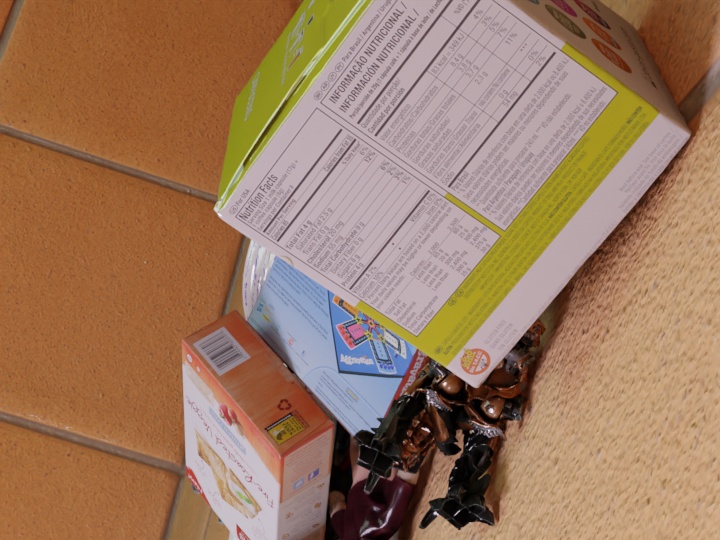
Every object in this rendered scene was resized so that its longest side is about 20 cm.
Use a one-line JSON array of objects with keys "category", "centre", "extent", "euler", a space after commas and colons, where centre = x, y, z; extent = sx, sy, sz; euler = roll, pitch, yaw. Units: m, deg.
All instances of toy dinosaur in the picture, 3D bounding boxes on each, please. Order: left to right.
[{"category": "toy dinosaur", "centre": [0.067, 0.098, 1.042], "extent": [0.201, 0.102, 0.136], "euler": [90, -156, -53]}]

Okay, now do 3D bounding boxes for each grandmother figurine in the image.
[{"category": "grandmother figurine", "centre": [0.014, 0.178, 1.237], "extent": [0.121, 0.060, 0.201], "euler": [129, 156, -49]}]

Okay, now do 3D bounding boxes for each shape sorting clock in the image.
[{"category": "shape sorting clock", "centre": [-0.006, 0.177, 1.411], "extent": [0.200, 0.039, 0.201], "euler": [-162, 90, -81]}]

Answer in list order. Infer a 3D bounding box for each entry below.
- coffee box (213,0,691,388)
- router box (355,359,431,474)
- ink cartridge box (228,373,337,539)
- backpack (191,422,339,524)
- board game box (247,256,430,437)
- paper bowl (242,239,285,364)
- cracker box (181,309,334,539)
[{"category": "coffee box", "centre": [0.048, -0.096, 0.944], "extent": [0.200, 0.197, 0.200], "euler": [-52, 16, 20]}, {"category": "router box", "centre": [0.047, 0.030, 1.177], "extent": [0.201, 0.051, 0.149], "euler": [-63, 23, 17]}, {"category": "ink cartridge box", "centre": [-0.073, 0.197, 1.430], "extent": [0.145, 0.083, 0.201], "euler": [135, 143, -83]}, {"category": "backpack", "centre": [-0.093, 0.185, 1.618], "extent": [0.200, 0.150, 0.179], "euler": [114, 169, -62]}, {"category": "board game box", "centre": [-0.017, 0.042, 1.165], "extent": [0.200, 0.019, 0.103], "euler": [42, 113, 49]}, {"category": "paper bowl", "centre": [0.000, 0.000, 1.326], "extent": [0.200, 0.104, 0.202], "euler": [-33, -46, -42]}, {"category": "cracker box", "centre": [-0.085, 0.147, 1.248], "extent": [0.058, 0.134, 0.201], "euler": [-29, -32, -25]}]
